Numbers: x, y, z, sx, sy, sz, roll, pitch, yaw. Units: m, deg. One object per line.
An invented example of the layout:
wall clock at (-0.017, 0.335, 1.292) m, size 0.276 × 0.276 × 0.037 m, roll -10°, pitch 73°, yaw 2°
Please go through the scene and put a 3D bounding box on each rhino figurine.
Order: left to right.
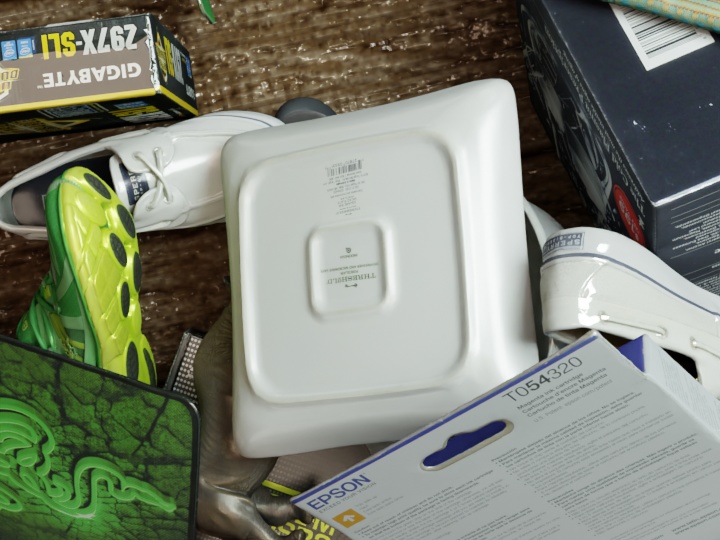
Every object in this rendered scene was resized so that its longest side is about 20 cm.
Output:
rhino figurine at (-0.064, 0.077, 0.911) m, size 0.087 × 0.060 × 0.201 m, roll 7°, pitch 88°, yaw 8°

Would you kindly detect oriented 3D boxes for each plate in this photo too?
plate at (0.000, 0.000, 0.834) m, size 0.199 × 0.032 × 0.201 m, roll -9°, pitch 78°, yaw 28°

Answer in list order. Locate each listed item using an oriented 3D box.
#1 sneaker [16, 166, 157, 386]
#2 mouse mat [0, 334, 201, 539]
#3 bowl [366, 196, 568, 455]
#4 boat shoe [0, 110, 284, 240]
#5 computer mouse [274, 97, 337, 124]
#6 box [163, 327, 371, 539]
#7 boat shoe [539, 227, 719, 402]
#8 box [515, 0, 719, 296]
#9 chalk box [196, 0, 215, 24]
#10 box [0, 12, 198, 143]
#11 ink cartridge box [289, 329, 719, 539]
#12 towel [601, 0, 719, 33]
sneaker at (-0.180, 0.029, 0.913) m, size 0.083 × 0.074 × 0.201 m, roll 6°, pitch 125°, yaw 10°
mouse mat at (-0.189, 0.124, 0.922) m, size 0.199 × 0.008 × 0.162 m, roll 16°, pitch 117°, yaw 22°
bowl at (0.083, 0.043, 0.892) m, size 0.090 × 0.201 × 0.202 m, roll 7°, pitch 94°, yaw -34°
boat shoe at (-0.139, -0.053, 0.930) m, size 0.199 × 0.065 × 0.074 m, roll -16°, pitch 95°, yaw 10°
computer mouse at (-0.013, -0.018, 0.968) m, size 0.058 × 0.034 × 0.201 m, roll -13°, pitch 100°, yaw 10°
box at (-0.055, 0.161, 0.967) m, size 0.199 × 0.048 × 0.194 m, roll 21°, pitch 94°, yaw -2°
boat shoe at (0.175, 0.047, 0.800) m, size 0.200 × 0.071 × 0.070 m, roll 28°, pitch 61°, yaw -32°
box at (0.175, -0.091, 0.849) m, size 0.104 × 0.182 × 0.201 m, roll -23°, pitch 61°, yaw 1°
chalk box at (-0.113, -0.256, 0.902) m, size 0.123 × 0.125 × 0.201 m, roll -2°, pitch 92°, yaw -1°
box at (-0.187, -0.110, 0.872) m, size 0.159 × 0.200 × 0.050 m, roll -9°, pitch 92°, yaw -1°
ink cartridge box at (0.098, 0.111, 0.781) m, size 0.196 × 0.043 × 0.200 m, roll -31°, pitch 129°, yaw 25°
towel at (0.211, -0.185, 0.773) m, size 0.199 × 0.022 × 0.147 m, roll 20°, pitch 67°, yaw 17°
